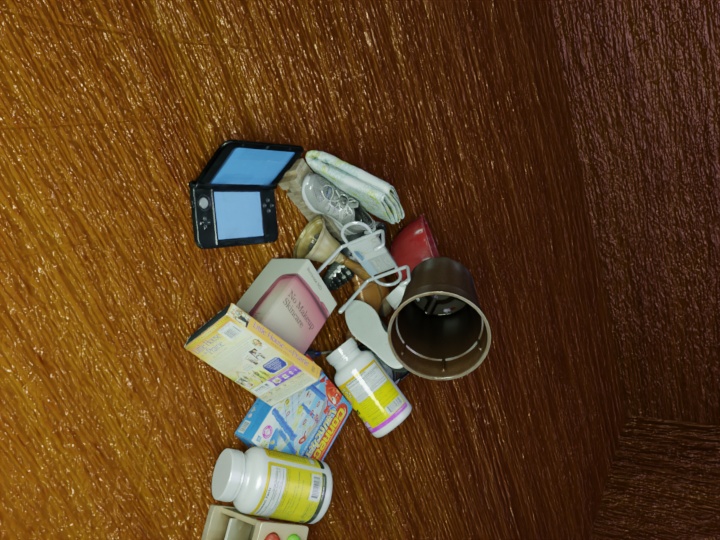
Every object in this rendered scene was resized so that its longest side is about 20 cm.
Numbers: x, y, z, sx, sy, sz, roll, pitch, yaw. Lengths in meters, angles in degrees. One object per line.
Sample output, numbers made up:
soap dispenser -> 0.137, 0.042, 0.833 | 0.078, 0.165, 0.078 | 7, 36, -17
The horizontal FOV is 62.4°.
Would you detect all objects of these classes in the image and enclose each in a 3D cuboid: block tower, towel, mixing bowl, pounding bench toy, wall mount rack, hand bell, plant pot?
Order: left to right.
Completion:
pounding bench toy -> -0.166, 0.512, 1.074 | 0.199, 0.154, 0.126 | 33, 64, -47
block tower -> -0.097, -0.145, 1.271 | 0.200, 0.057, 0.054 | 50, 52, -37
hand bell -> -0.034, -0.019, 1.263 | 0.199, 0.104, 0.105 | 32, 63, -28
towel -> -0.007, -0.176, 1.245 | 0.049, 0.198, 0.171 | -60, 161, -6
wall mount rack -> 0.000, 0.000, 1.214 | 0.200, 0.172, 0.075 | 51, 27, -37
mixing bowl -> 0.139, -0.029, 1.505 | 0.200, 0.107, 0.203 | -18, 90, -79
plant pot -> 0.164, 0.083, 1.221 | 0.199, 0.198, 0.202 | -72, 145, -61

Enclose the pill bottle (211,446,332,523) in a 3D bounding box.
pill bottle -> -0.159, 0.382, 1.068 | 0.198, 0.112, 0.114 | 23, 70, -27

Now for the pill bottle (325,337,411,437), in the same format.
pill bottle -> 0.013, 0.245, 1.266 | 0.201, 0.104, 0.104 | 53, 42, 5

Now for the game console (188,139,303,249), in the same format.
game console -> -0.199, -0.135, 1.086 | 0.199, 0.115, 0.179 | -9, 96, -52

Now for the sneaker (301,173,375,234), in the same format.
sneaker -> -0.042, -0.142, 1.230 | 0.199, 0.081, 0.076 | 32, 64, -46

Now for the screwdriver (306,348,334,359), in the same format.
screwdriver -> -0.079, 0.184, 1.304 | 0.199, 0.028, 0.029 | 9, 112, -52

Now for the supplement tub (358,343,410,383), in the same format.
supplement tub -> 0.064, 0.209, 1.414 | 0.199, 0.121, 0.124 | -26, 109, -49

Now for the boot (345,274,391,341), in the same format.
boot -> 0.003, 0.062, 1.384 | 0.200, 0.073, 0.157 | -46, 125, -56

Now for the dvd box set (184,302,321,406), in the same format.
dvd box set -> -0.185, 0.151, 1.024 | 0.199, 0.146, 0.030 | 39, 40, -21

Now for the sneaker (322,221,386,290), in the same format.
sneaker -> -0.032, -0.045, 1.346 | 0.201, 0.090, 0.067 | -51, 151, -10

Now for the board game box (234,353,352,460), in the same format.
board game box -> -0.127, 0.300, 1.197 | 0.201, 0.055, 0.197 | -57, 131, -28

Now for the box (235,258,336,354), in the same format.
box -> -0.156, 0.090, 1.134 | 0.201, 0.108, 0.129 | -56, 130, -33

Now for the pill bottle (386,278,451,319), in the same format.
pill bottle -> 0.157, 0.114, 1.395 | 0.201, 0.113, 0.113 | 51, 41, 9

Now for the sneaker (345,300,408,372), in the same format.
sneaker -> 0.041, 0.151, 1.300 | 0.071, 0.200, 0.099 | -43, 149, -4
